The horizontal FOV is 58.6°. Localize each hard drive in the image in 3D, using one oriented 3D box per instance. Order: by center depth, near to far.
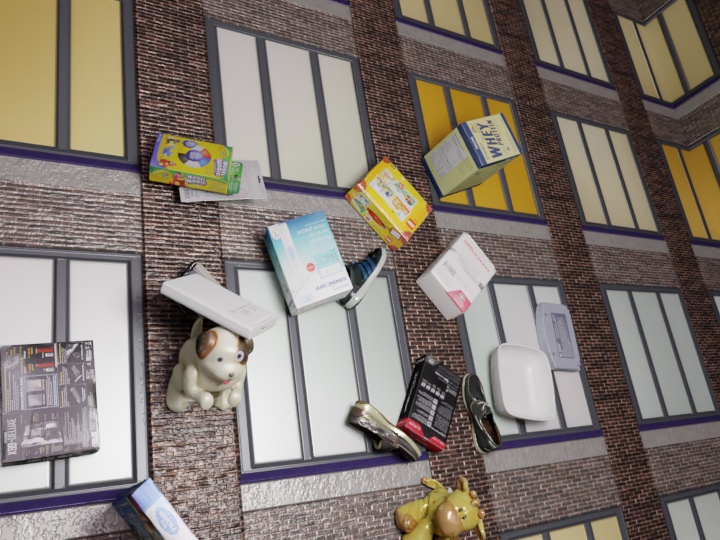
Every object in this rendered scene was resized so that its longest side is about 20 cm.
[{"bbox_3d":[-0.271,0.067,1.247,0.197,0.027,0.132,26,13,11],"label":"hard drive"}]

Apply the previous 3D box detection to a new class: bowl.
[{"bbox_3d":[0.430,0.308,1.738,0.196,0.074,0.204,13,63,-27],"label":"bowl"}]

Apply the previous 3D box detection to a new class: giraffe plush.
[{"bbox_3d":[0.197,0.547,1.419,0.173,0.162,0.200,47,52,-5],"label":"giraffe plush"}]

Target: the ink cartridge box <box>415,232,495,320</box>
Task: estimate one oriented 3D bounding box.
[{"bbox_3d":[0.264,0.014,1.755,0.146,0.085,0.200,50,53,-4],"label":"ink cartridge box"}]

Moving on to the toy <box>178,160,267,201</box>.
[{"bbox_3d":[-0.324,-0.199,1.484,0.196,0.047,0.117,-3,59,-26],"label":"toy"}]

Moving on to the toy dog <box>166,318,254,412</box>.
[{"bbox_3d":[-0.279,0.177,1.251,0.137,0.199,0.198,13,62,-28],"label":"toy dog"}]

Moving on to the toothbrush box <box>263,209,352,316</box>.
[{"bbox_3d":[-0.124,-0.017,1.491,0.144,0.085,0.204,-17,80,-19],"label":"toothbrush box"}]

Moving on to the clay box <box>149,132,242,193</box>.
[{"bbox_3d":[-0.362,-0.237,1.434,0.195,0.048,0.117,8,48,-12],"label":"clay box"}]

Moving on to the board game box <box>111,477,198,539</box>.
[{"bbox_3d":[-0.332,0.453,1.091,0.200,0.199,0.043,51,54,-2],"label":"board game box"}]

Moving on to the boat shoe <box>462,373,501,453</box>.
[{"bbox_3d":[0.314,0.360,1.644,0.070,0.067,0.205,1,67,-31],"label":"boat shoe"}]

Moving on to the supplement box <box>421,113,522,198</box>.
[{"bbox_3d":[0.324,-0.336,1.879,0.198,0.199,0.136,-22,81,-37],"label":"supplement box"}]

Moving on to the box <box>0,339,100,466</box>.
[{"bbox_3d":[-0.553,0.232,1.141,0.155,0.050,0.205,-1,69,-33],"label":"box"}]

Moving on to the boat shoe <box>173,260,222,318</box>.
[{"bbox_3d":[-0.316,0.082,1.359,0.200,0.075,0.093,43,59,0],"label":"boat shoe"}]

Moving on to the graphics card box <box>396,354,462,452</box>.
[{"bbox_3d":[0.172,0.325,1.576,0.124,0.051,0.203,33,56,-16],"label":"graphics card box"}]

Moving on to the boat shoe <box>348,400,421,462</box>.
[{"bbox_3d":[0.052,0.380,1.466,0.199,0.073,0.065,40,64,-7],"label":"boat shoe"}]

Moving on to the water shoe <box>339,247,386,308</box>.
[{"bbox_3d":[0.000,0.000,1.596,0.078,0.071,0.202,38,53,-10],"label":"water shoe"}]

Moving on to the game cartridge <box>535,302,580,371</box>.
[{"bbox_3d":[0.586,0.198,1.915,0.131,0.041,0.205,10,64,-33],"label":"game cartridge"}]

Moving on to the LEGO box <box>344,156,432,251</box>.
[{"bbox_3d":[0.077,-0.180,1.724,0.200,0.077,0.149,47,52,-6],"label":"LEGO box"}]
